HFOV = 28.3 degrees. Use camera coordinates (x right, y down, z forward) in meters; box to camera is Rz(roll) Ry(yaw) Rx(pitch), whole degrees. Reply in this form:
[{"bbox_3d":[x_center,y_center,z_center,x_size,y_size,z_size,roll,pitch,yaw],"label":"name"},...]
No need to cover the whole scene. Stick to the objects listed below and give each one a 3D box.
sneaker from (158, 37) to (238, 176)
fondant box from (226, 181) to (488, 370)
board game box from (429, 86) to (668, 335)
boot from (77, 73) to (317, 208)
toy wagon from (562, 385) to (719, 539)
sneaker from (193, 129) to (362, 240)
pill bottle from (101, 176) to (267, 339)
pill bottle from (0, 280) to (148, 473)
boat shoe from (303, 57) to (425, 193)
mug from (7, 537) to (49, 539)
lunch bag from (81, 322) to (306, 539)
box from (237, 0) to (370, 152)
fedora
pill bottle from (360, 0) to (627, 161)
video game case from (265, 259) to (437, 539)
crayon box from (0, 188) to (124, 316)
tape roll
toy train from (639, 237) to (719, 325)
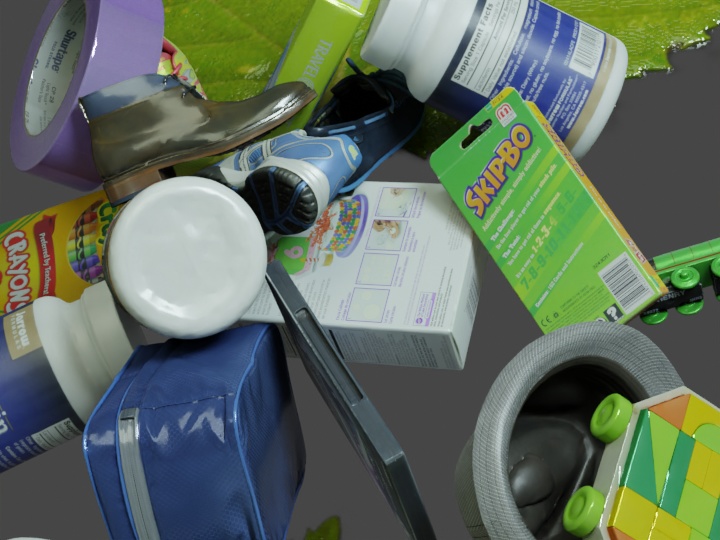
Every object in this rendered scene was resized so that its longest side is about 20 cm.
[{"bbox_3d":[-0.178,-0.155,1.324,0.078,0.091,0.201,-30,53,-6],"label":"sneaker"},{"bbox_3d":[0.000,0.000,1.175,0.197,0.059,0.146,4,56,19],"label":"fondant box"},{"bbox_3d":[0.141,-0.036,1.102,0.095,0.030,0.201,-40,77,24],"label":"board game box"},{"bbox_3d":[-0.140,-0.137,1.193,0.198,0.075,0.098,-25,94,2],"label":"boot"},{"bbox_3d":[0.205,0.180,0.930,0.154,0.040,0.202,31,60,-15],"label":"toy wagon"},{"bbox_3d":[-0.068,-0.068,1.147,0.077,0.076,0.199,-40,22,-26],"label":"sneaker"},{"bbox_3d":[-0.140,-0.010,1.095,0.116,0.117,0.200,-35,8,-10],"label":"pill bottle"},{"bbox_3d":[-0.273,0.091,1.160,0.198,0.116,0.116,-26,51,-2],"label":"pill bottle"},{"bbox_3d":[0.009,-0.139,1.231,0.083,0.069,0.201,1,32,19],"label":"boat shoe"},{"bbox_3d":[-0.215,0.280,0.978,0.198,0.148,0.177,-13,46,25],"label":"mug"},{"bbox_3d":[-0.123,0.126,1.047,0.130,0.138,0.200,-9,16,9],"label":"lunch bag"},{"bbox_3d":[-0.043,-0.192,1.257,0.047,0.201,0.123,26,44,-8],"label":"box"},{"bbox_3d":[0.139,0.137,0.990,0.200,0.178,0.090,-41,9,-34],"label":"fedora"},{"bbox_3d":[0.107,-0.175,1.168,0.198,0.116,0.117,25,60,-7],"label":"pill bottle"},{"bbox_3d":[-0.007,0.101,1.048,0.019,0.144,0.201,-29,51,-8],"label":"video game case"},{"bbox_3d":[-0.256,0.002,1.261,0.198,0.051,0.128,-19,51,4],"label":"crayon box"},{"bbox_3d":[-0.253,-0.178,1.309,0.200,0.065,0.203,-35,46,46],"label":"tape roll"},{"bbox_3d":[0.296,-0.009,1.099,0.197,0.042,0.057,-16,42,7],"label":"toy train"}]
